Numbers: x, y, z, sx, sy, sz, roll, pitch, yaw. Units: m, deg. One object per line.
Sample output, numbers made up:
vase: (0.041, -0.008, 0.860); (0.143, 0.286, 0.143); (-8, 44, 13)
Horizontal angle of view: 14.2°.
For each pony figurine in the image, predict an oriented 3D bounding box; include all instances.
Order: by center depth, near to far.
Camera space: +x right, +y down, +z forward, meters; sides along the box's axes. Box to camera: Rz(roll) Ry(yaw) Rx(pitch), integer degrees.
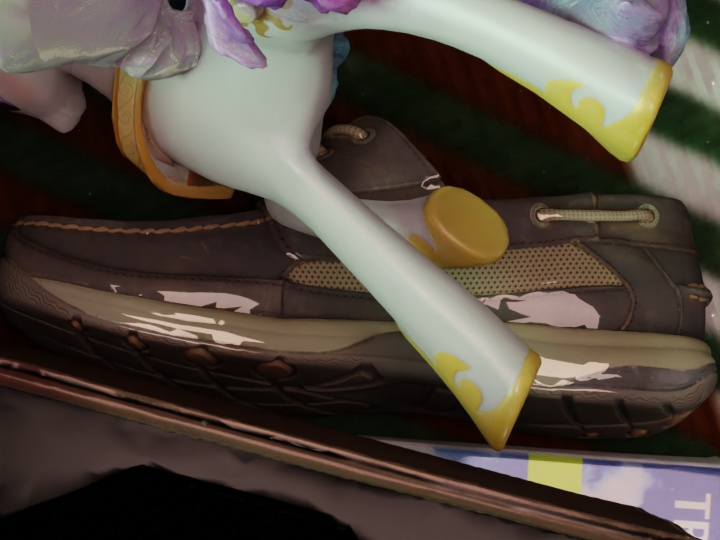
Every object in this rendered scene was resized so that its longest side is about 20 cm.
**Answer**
pony figurine: (-0.025, -0.069, 0.687); (0.199, 0.194, 0.167); (25, 43, 4)

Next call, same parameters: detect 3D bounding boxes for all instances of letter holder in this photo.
letter holder: (-0.029, 0.083, 0.698); (0.199, 0.142, 0.101); (15, 86, -2)

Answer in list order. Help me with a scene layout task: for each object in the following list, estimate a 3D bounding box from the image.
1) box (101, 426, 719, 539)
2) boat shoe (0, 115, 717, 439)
box: (0.024, 0.108, 0.796); (0.199, 0.048, 0.123); (4, 87, -4)
boat shoe: (0.000, 0.000, 0.794); (0.199, 0.075, 0.074); (8, 74, -11)
